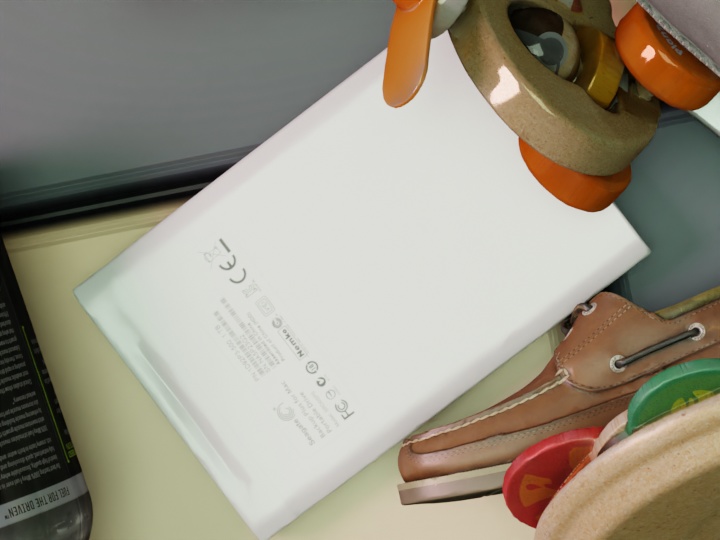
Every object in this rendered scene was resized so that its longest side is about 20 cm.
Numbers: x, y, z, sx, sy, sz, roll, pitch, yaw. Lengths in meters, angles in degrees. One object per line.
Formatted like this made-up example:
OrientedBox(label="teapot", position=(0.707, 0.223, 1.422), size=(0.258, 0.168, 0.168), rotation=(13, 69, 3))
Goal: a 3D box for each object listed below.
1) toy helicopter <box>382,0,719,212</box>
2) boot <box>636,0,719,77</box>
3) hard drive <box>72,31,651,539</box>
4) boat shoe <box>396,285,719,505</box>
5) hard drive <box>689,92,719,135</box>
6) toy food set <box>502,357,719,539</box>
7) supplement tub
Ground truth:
OrientedBox(label="toy helicopter", position=(0.044, -0.118, 1.067), size=(0.079, 0.132, 0.200), rotation=(-47, 57, 32))
OrientedBox(label="boot", position=(0.127, -0.183, 1.023), size=(0.200, 0.073, 0.182), rotation=(33, 94, 5))
OrientedBox(label="hard drive", position=(0.000, 0.000, 1.128), size=(0.200, 0.026, 0.132), rotation=(-37, 89, 5))
OrientedBox(label="boat shoe", position=(0.105, 0.042, 1.105), size=(0.200, 0.072, 0.068), rotation=(-16, 87, -4))
OrientedBox(label="hard drive", position=(0.226, -0.118, 1.097), size=(0.132, 0.026, 0.200), rotation=(38, 95, 3))
OrientedBox(label="toy food set", position=(0.155, 0.074, 1.045), size=(0.198, 0.200, 0.049), rotation=(-17, 63, 2))
OrientedBox(label="supplement tub", position=(-0.182, 0.062, 1.098), size=(0.123, 0.123, 0.200), rotation=(-19, 90, 5))
